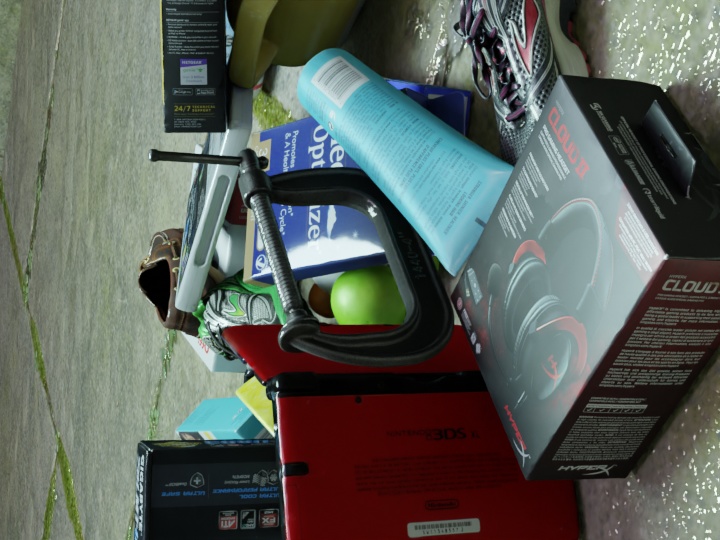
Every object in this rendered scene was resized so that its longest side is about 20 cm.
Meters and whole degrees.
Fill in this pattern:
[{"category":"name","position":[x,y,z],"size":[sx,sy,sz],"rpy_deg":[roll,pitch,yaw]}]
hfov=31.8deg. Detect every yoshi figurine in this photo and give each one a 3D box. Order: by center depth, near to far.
[{"category":"yoshi figurine","position":[-0.011,0.009,1.020],"size":[0.199,0.111,0.114],"rpy_deg":[-2,94,64]}]

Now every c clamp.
[{"category":"c clamp","position":[-0.033,-0.010,0.818],"size":[0.027,0.169,0.201],"rpy_deg":[109,145,-43]}]

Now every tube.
[{"category":"tube","position":[0.027,-0.083,0.850],"size":[0.200,0.050,0.078],"rpy_deg":[47,114,40]}]

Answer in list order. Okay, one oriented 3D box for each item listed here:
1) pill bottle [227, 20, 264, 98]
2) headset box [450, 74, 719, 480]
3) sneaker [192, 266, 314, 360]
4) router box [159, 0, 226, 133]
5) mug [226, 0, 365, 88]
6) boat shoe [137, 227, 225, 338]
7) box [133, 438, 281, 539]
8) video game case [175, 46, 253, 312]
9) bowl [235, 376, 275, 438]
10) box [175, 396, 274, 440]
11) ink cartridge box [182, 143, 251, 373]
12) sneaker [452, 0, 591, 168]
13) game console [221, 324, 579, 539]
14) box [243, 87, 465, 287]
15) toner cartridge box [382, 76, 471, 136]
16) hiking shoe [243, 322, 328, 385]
[{"category":"pill bottle","position":[-0.138,-0.286,1.310],"size":[0.109,0.107,0.202],"rpy_deg":[-128,45,-55]},{"category":"headset box","position":[0.137,-0.001,0.717],"size":[0.150,0.074,0.201],"rpy_deg":[-110,32,-41]},{"category":"sneaker","position":[-0.083,0.051,1.048],"size":[0.079,0.085,0.200],"rpy_deg":[59,168,-18]},{"category":"router box","position":[-0.138,-0.217,1.049],"size":[0.200,0.051,0.159],"rpy_deg":[-107,17,-67]},{"category":"mug","position":[-0.068,-0.253,1.086],"size":[0.150,0.185,0.154],"rpy_deg":[50,148,20]},{"category":"boat shoe","position":[-0.183,0.006,1.237],"size":[0.200,0.069,0.071],"rpy_deg":[-141,55,-61]},{"category":"box","position":[-0.092,0.244,1.062],"size":[0.050,0.197,0.201],"rpy_deg":[-178,91,-67]},{"category":"video game case","position":[-0.127,-0.091,1.124],"size":[0.201,0.023,0.183],"rpy_deg":[-98,25,-59]},{"category":"bowl","position":[0.014,0.125,0.919],"size":[0.108,0.201,0.200],"rpy_deg":[-44,26,-8]},{"category":"box","position":[-0.115,0.171,1.250],"size":[0.082,0.049,0.200],"rpy_deg":[50,157,-11]},{"category":"ink cartridge box","position":[-0.124,-0.013,1.288],"size":[0.144,0.083,0.203],"rpy_deg":[-142,57,-60]},{"category":"sneaker","position":[0.097,-0.144,0.817],"size":[0.080,0.074,0.203],"rpy_deg":[158,110,-63]},{"category":"game console","position":[0.022,0.108,0.816],"size":[0.119,0.198,0.175],"rpy_deg":[146,121,-62]},{"category":"box","position":[-0.009,-0.061,0.934],"size":[0.198,0.032,0.123],"rpy_deg":[-10,72,41]},{"category":"toner cartridge box","position":[0.021,-0.108,1.022],"size":[0.200,0.043,0.096],"rpy_deg":[-152,68,-63]},{"category":"hiking shoe","position":[-0.062,0.084,1.123],"size":[0.199,0.099,0.077],"rpy_deg":[179,93,-66]}]
